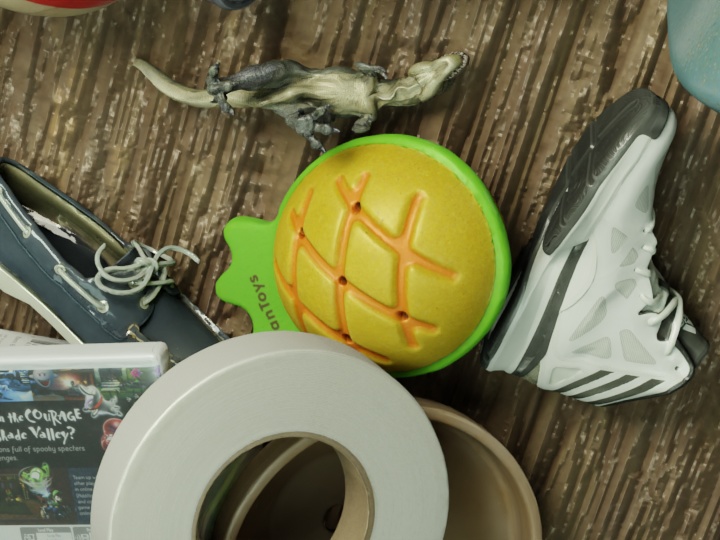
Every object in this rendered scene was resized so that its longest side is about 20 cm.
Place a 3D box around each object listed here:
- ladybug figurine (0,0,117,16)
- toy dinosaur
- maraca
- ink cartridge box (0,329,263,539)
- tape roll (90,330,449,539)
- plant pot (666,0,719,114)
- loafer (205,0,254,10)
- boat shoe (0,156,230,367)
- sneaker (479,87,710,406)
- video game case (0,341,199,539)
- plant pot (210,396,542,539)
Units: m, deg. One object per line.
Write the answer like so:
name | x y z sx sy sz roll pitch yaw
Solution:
ladybug figurine | -0.182 -0.214 1.365 0.200 0.136 0.072 28 161 -30
toy dinosaur | -0.042 -0.098 1.417 0.199 0.088 0.048 3 104 12
maraca | 0.000 0.000 1.443 0.200 0.107 0.138 -24 88 36
ink cartridge box | -0.172 0.138 1.522 0.199 0.147 0.147 9 114 10
tape roll | -0.048 0.133 1.398 0.202 0.037 0.204 -7 108 -22
plant pot | 0.268 -0.131 1.264 0.195 0.200 0.197 29 117 0
loafer | -0.083 -0.244 1.382 0.063 0.072 0.201 15 115 37
boat shoe | -0.147 0.006 1.498 0.200 0.075 0.062 37 123 10
sneaker | 0.156 -0.006 1.429 0.115 0.076 0.201 22 125 -7
video game case | -0.190 0.128 1.429 0.199 0.023 0.183 -2 112 15
plant pot | -0.002 0.160 1.499 0.200 0.093 0.202 -6 108 -19
